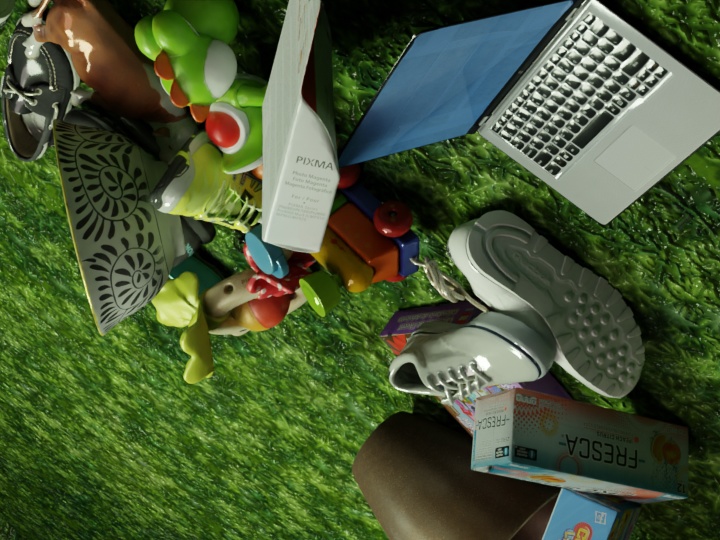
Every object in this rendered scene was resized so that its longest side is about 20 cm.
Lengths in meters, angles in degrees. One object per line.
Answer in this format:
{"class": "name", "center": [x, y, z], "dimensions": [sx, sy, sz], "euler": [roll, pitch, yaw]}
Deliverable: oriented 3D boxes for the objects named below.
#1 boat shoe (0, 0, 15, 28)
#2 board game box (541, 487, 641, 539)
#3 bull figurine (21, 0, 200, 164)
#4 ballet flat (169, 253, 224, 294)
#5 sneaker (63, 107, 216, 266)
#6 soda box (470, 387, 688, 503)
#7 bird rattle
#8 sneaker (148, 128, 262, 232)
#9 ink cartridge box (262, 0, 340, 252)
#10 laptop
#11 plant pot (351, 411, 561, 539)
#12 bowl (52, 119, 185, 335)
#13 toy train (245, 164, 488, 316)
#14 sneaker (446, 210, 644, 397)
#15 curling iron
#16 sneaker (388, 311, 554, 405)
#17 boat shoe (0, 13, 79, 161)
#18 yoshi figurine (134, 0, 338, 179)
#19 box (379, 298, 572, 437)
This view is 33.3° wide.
{"class": "boat shoe", "center": [-0.420, -0.291, 1.132], "dimensions": [0.200, 0.073, 0.062], "euler": [36, 148, -13]}
{"class": "board game box", "center": [0.203, 0.313, 1.176], "dimensions": [0.056, 0.201, 0.196], "euler": [21, 179, 21]}
{"class": "bull figurine", "center": [-0.226, -0.182, 1.094], "dimensions": [0.121, 0.065, 0.200], "euler": [7, 143, 37]}
{"class": "ballet flat", "center": [-0.235, -0.024, 1.347], "dimensions": [0.200, 0.067, 0.064], "euler": [44, 157, -16]}
{"class": "sneaker", "center": [-0.239, -0.083, 1.217], "dimensions": [0.200, 0.079, 0.075], "euler": [43, 168, 9]}
{"class": "soda box", "center": [0.198, 0.158, 1.072], "dimensions": [0.199, 0.069, 0.064], "euler": [15, 159, -25]}
{"class": "bird rattle", "center": [-0.111, 0.018, 1.222], "dimensions": [0.113, 0.200, 0.163], "euler": [58, -168, 16]}
{"class": "sneaker", "center": [-0.120, -0.074, 1.061], "dimensions": [0.076, 0.076, 0.200], "euler": [40, -165, 6]}
{"class": "ink cartridge box", "center": [-0.031, -0.139, 0.843], "dimensions": [0.057, 0.163, 0.200], "euler": [11, 133, -14]}
{"class": "laptop", "center": [0.113, -0.090, 0.822], "dimensions": [0.200, 0.116, 0.187], "euler": [36, 152, -2]}
{"class": "plant pot", "center": [0.093, 0.252, 1.327], "dimensions": [0.200, 0.187, 0.187], "euler": [39, 155, 24]}
{"class": "bowl", "center": [-0.215, -0.048, 1.109], "dimensions": [0.201, 0.094, 0.202], "euler": [168, 90, -81]}
{"class": "toy train", "center": [0.000, 0.000, 1.031], "dimensions": [0.200, 0.116, 0.085], "euler": [44, 158, 27]}
{"class": "sneaker", "center": [0.157, 0.029, 1.016], "dimensions": [0.200, 0.076, 0.080], "euler": [46, 159, -6]}
{"class": "curling iron", "center": [-0.169, -0.085, 1.222], "dimensions": [0.200, 0.026, 0.050], "euler": [43, 148, -13]}
{"class": "sneaker", "center": [0.093, 0.086, 1.049], "dimensions": [0.073, 0.071, 0.200], "euler": [45, 158, -14]}
{"class": "boat shoe", "center": [-0.332, -0.180, 1.217], "dimensions": [0.074, 0.060, 0.200], "euler": [35, 152, 2]}
{"class": "yoshi figurine", "center": [-0.101, -0.163, 0.994], "dimensions": [0.200, 0.112, 0.112], "euler": [43, -166, -44]}
{"class": "box", "center": [0.127, 0.113, 1.194], "dimensions": [0.200, 0.039, 0.137], "euler": [47, 149, -21]}
